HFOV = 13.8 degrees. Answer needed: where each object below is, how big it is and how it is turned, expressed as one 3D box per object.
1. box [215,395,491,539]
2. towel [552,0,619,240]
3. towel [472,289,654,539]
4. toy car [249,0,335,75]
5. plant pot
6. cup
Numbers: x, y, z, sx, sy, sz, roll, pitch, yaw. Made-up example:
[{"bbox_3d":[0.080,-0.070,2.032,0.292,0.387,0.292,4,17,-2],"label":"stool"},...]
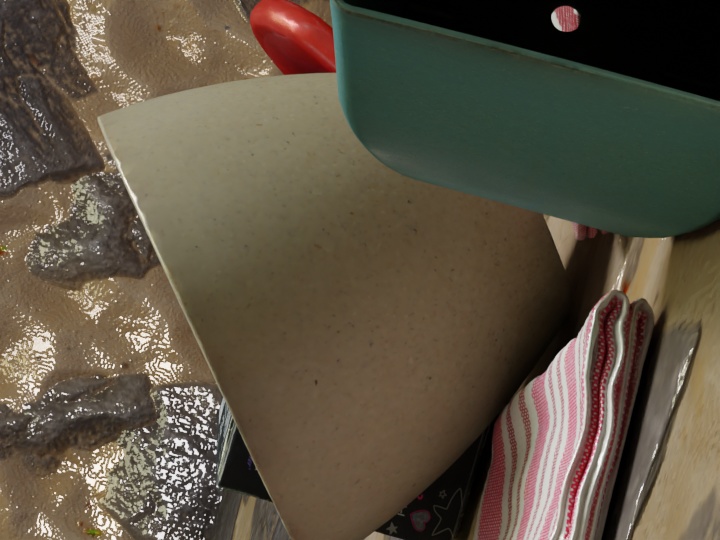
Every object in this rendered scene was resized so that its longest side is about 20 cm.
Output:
[{"bbox_3d":[0.002,0.042,1.385,0.200,0.114,0.133,-111,37,-85],"label":"box"},{"bbox_3d":[0.077,-0.131,1.116,0.144,0.023,0.201,-105,10,-56],"label":"towel"},{"bbox_3d":[0.056,0.097,1.065,0.200,0.030,0.147,120,166,-73],"label":"towel"},{"bbox_3d":[-0.004,-0.088,1.658,0.175,0.149,0.201,118,168,-76],"label":"toy car"},{"bbox_3d":[0.072,-0.092,0.942,0.200,0.141,0.142,97,-172,-73],"label":"plant pot"},{"bbox_3d":[0.000,0.000,1.188,0.200,0.143,0.201,155,90,-86],"label":"cup"}]
